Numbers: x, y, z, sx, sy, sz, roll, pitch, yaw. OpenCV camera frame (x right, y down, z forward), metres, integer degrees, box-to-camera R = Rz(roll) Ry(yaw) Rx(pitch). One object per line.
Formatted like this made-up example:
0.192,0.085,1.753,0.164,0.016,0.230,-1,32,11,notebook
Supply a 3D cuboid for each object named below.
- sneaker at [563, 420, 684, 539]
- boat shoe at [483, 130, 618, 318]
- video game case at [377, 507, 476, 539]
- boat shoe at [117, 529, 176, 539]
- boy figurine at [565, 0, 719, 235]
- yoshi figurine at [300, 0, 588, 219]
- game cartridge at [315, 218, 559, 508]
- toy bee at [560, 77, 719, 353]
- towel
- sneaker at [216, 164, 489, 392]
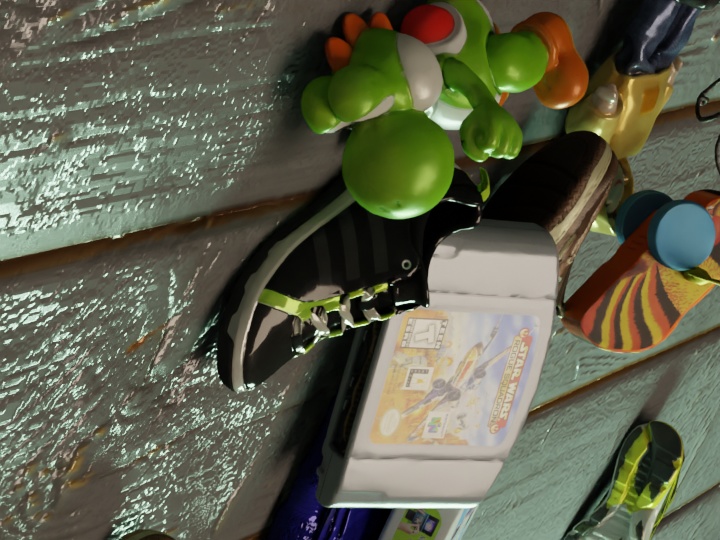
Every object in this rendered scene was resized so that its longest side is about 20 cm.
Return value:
0.257,0.237,2.289,0.201,0.074,0.085,-59,159,8,sneaker
0.109,0.001,1.608,0.075,0.075,0.203,37,95,-34,boat shoe
0.051,0.182,1.733,0.182,0.045,0.200,-65,172,30,video game case
-0.136,0.239,1.456,0.071,0.076,0.201,-10,115,-25,boat shoe
0.183,-0.114,1.643,0.124,0.064,0.201,-20,136,-62,boy figurine
0.042,-0.083,1.326,0.200,0.112,0.113,-21,146,-52,yoshi figurine
0.054,0.062,1.542,0.133,0.042,0.201,5,112,-27,game cartridge
0.232,-0.015,1.626,0.200,0.109,0.131,-47,-158,16,toy bee
-0.003,0.157,1.647,0.147,0.049,0.201,-16,135,-58,towel
0.000,0.000,1.380,0.200,0.083,0.072,-48,157,-20,sneaker
